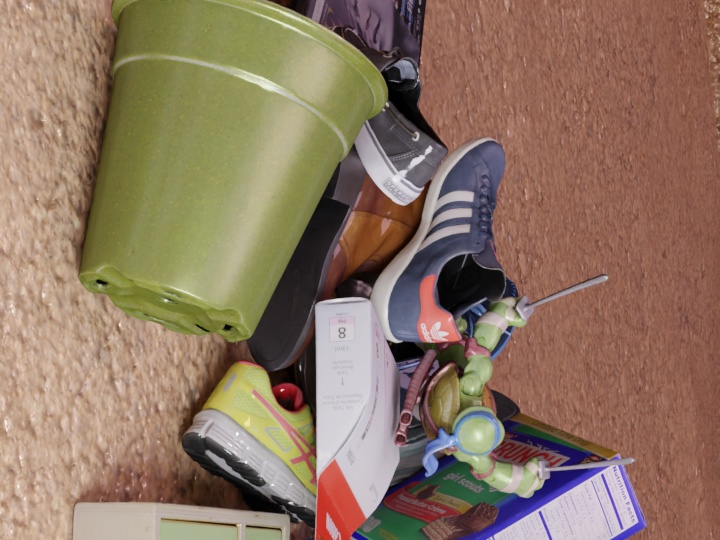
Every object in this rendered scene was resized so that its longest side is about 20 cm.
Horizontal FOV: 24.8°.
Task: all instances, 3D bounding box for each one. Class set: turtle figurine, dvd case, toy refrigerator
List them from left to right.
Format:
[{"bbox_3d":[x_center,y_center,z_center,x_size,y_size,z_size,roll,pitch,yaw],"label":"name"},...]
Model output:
[{"bbox_3d":[-0.117,0.203,1.135,0.200,0.069,0.077,25,63,-64],"label":"toy refrigerator"},{"bbox_3d":[-0.001,-0.194,1.410,0.200,0.016,0.150,52,43,-50],"label":"dvd case"},{"bbox_3d":[0.117,0.098,1.307,0.144,0.199,0.194,55,-6,-18],"label":"turtle figurine"}]

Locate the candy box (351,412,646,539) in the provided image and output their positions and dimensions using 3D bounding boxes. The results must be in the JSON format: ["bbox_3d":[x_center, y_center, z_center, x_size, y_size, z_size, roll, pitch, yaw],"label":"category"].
[{"bbox_3d":[0.108,0.209,1.365,0.199,0.169,0.078,-26,106,-20],"label":"candy box"}]

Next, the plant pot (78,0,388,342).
[{"bbox_3d":[-0.102,-0.060,1.096,0.200,0.198,0.192,41,62,-59],"label":"plant pot"}]

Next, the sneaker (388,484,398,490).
[{"bbox_3d":[0.047,0.179,1.513,0.083,0.070,0.201,63,34,-62],"label":"sneaker"}]

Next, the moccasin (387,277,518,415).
[{"bbox_3d":[0.079,0.056,1.441,0.200,0.080,0.069,-44,141,-40],"label":"moccasin"}]

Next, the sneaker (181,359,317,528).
[{"bbox_3d":[-0.057,0.136,1.256,0.200,0.078,0.091,53,52,-52],"label":"sneaker"}]

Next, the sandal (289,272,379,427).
[{"bbox_3d":[-0.004,0.039,1.357,0.081,0.054,0.202,21,85,-46],"label":"sandal"}]

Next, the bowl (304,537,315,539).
[{"bbox_3d":[-0.044,0.319,1.328,0.200,0.039,0.203,-3,90,-66],"label":"bowl"}]

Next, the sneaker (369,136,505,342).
[{"bbox_3d":[0.087,-0.021,1.295,0.201,0.084,0.075,-62,142,-27],"label":"sneaker"}]

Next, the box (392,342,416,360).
[{"bbox_3d":[0.009,0.041,1.446,0.143,0.036,0.202,-42,129,-39],"label":"box"}]

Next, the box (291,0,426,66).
[{"bbox_3d":[0.001,-0.234,1.495,0.198,0.049,0.202,41,50,-58],"label":"box"}]

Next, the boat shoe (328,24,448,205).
[{"bbox_3d":[0.020,-0.136,1.259,0.070,0.066,0.201,33,25,-35],"label":"boat shoe"}]

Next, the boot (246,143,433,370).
[{"bbox_3d":[0.000,0.000,1.305,0.199,0.068,0.190,20,80,-55],"label":"boot"}]

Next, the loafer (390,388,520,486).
[{"bbox_3d":[0.064,0.151,1.473,0.199,0.072,0.063,-7,127,-46],"label":"loafer"}]

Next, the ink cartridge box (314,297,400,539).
[{"bbox_3d":[0.000,0.143,1.216,0.163,0.056,0.202,70,15,-65],"label":"ink cartridge box"}]
